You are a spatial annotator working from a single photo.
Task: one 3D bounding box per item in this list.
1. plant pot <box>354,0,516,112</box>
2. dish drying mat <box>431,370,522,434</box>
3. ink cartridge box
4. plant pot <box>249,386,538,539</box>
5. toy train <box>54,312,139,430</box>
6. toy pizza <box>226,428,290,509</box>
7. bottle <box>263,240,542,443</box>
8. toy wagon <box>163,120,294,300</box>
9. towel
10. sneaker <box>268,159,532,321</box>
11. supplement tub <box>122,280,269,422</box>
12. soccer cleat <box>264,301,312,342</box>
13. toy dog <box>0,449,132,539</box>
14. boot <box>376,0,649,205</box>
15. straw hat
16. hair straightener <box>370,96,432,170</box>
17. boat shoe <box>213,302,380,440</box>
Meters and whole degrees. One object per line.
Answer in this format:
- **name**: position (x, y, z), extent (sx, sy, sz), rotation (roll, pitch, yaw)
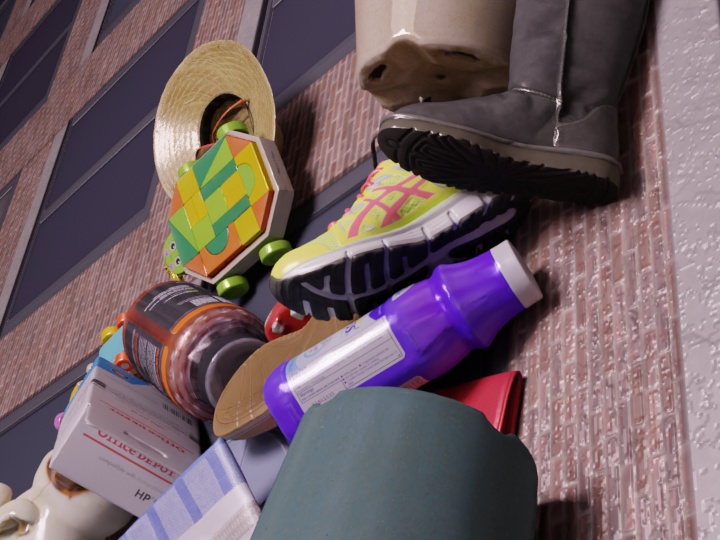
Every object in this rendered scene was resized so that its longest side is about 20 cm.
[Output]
- **plant pot**: position (0.071, -0.229, 0.911), extent (0.200, 0.200, 0.184), rotation (-17, 62, 51)
- **dish drying mat**: position (0.034, 0.124, 0.800), extent (0.200, 0.018, 0.077), rotation (-24, 45, 48)
- **ink cartridge box**: position (-0.206, 0.155, 1.001), extent (0.068, 0.116, 0.200), rotation (-57, 13, 3)
- **plant pot**: position (0.013, 0.185, 0.621), extent (0.200, 0.200, 0.197), rotation (-29, 33, 43)
- **toy train**: position (-0.265, 0.147, 1.219), extent (0.150, 0.056, 0.201), rotation (20, 83, 56)
- **toy pizza**: position (-0.101, 0.224, 0.909), extent (0.200, 0.032, 0.201), rotation (-37, 38, 36)
- **bottle**: position (0.030, 0.050, 0.782), extent (0.200, 0.065, 0.084), rotation (-32, -2, 12)
- **toy wagon**: position (-0.146, -0.049, 1.150), extent (0.200, 0.039, 0.156), rotation (-38, 62, 32)
- **towel**: position (-0.107, 0.245, 0.826), extent (0.147, 0.024, 0.200), rotation (-45, 57, 25)
- **sneaker**: position (0.019, -0.034, 0.815), extent (0.199, 0.078, 0.090), rotation (-24, 59, -15)
- **supplement tub**: position (-0.142, 0.076, 1.030), extent (0.107, 0.107, 0.200), rotation (-62, 29, -4)
- **soccer cleat**: position (0.000, 0.000, 0.924), extent (0.200, 0.069, 0.085), rotation (-38, 27, 28)
- **toy dog**: position (-0.288, 0.256, 1.069), extent (0.193, 0.139, 0.201), rotation (12, 73, 43)
- **boot**: position (0.113, -0.152, 0.790), extent (0.073, 0.181, 0.201), rotation (116, 165, -69)
- **straw hat**: position (-0.132, -0.144, 1.233), extent (0.200, 0.085, 0.202), rotation (-6, 81, 41)
- **hair straightener**: position (0.070, -0.108, 0.900), extent (0.041, 0.077, 0.200), rotation (-41, 13, -30)
- **boat shoe**: position (-0.033, 0.084, 0.889), extent (0.200, 0.069, 0.074), rotation (-36, 36, 28)
